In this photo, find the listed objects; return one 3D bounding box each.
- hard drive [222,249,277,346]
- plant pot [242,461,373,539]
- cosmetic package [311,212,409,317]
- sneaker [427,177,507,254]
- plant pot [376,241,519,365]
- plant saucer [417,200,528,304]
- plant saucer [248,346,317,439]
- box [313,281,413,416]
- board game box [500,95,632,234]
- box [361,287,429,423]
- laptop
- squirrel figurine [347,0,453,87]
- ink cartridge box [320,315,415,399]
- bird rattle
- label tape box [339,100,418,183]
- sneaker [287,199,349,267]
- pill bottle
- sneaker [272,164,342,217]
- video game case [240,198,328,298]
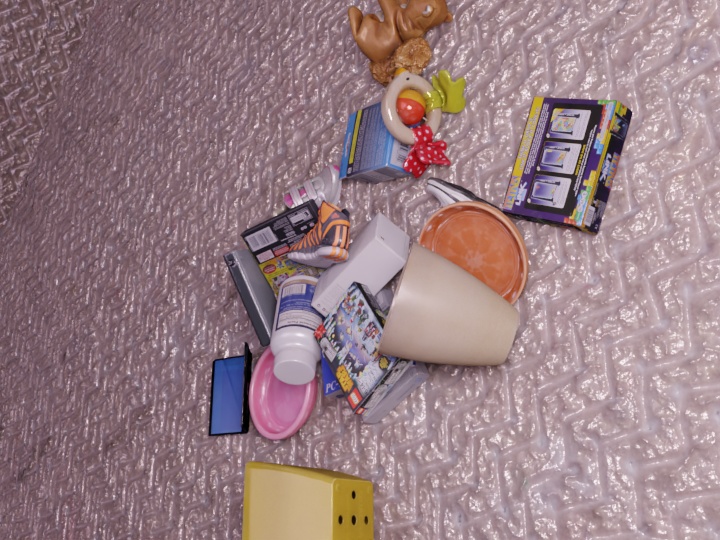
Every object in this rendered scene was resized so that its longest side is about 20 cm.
[{"bbox_3d":[-0.213,0.055,1.668,0.032,0.139,0.203,-24,88,10],"label":"hard drive"},{"bbox_3d":[-0.083,0.449,1.438,0.174,0.199,0.204,-12,69,32],"label":"plant pot"},{"bbox_3d":[0.000,0.000,1.531,0.200,0.084,0.108,-45,16,27],"label":"cosmetic package"},{"bbox_3d":[0.165,-0.087,1.420,0.200,0.075,0.117,40,112,50],"label":"sneaker"},{"bbox_3d":[0.147,0.077,1.291,0.187,0.197,0.190,20,-90,-88],"label":"plant pot"},{"bbox_3d":[0.189,-0.018,1.346,0.198,0.032,0.204,13,115,29],"label":"plant saucer"},{"bbox_3d":[-0.155,0.251,1.669,0.199,0.050,0.204,-18,65,43],"label":"plant saucer"},{"bbox_3d":[0.000,0.137,1.425,0.138,0.040,0.201,-52,44,20],"label":"box"},{"bbox_3d":[0.329,-0.172,1.290,0.164,0.056,0.203,18,91,50],"label":"board game box"},{"bbox_3d":[0.033,0.158,1.507,0.156,0.041,0.202,-45,48,27],"label":"box"},{"bbox_3d":[-0.293,0.265,1.764,0.200,0.101,0.181,100,170,-73],"label":"laptop"},{"bbox_3d":[0.095,-0.468,1.597,0.184,0.141,0.204,-14,81,32],"label":"squirrel figurine"},{"bbox_3d":[0.011,0.160,1.469,0.199,0.044,0.096,-29,57,37],"label":"ink cartridge box"},{"bbox_3d":[0.104,-0.285,1.497,0.112,0.161,0.203,11,75,65],"label":"bird rattle"},{"bbox_3d":[0.036,-0.256,1.612,0.199,0.065,0.146,-5,74,62],"label":"label tape box"},{"bbox_3d":[-0.072,-0.070,1.546,0.199,0.077,0.114,-7,70,56],"label":"sneaker"},{"bbox_3d":[-0.120,0.119,1.588,0.110,0.110,0.202,-32,37,35],"label":"pill bottle"},{"bbox_3d":[-0.116,-0.150,1.724,0.201,0.087,0.082,-50,47,23],"label":"sneaker"},{"bbox_3d":[-0.130,-0.033,1.651,0.198,0.026,0.182,-21,106,33],"label":"video game case"}]
